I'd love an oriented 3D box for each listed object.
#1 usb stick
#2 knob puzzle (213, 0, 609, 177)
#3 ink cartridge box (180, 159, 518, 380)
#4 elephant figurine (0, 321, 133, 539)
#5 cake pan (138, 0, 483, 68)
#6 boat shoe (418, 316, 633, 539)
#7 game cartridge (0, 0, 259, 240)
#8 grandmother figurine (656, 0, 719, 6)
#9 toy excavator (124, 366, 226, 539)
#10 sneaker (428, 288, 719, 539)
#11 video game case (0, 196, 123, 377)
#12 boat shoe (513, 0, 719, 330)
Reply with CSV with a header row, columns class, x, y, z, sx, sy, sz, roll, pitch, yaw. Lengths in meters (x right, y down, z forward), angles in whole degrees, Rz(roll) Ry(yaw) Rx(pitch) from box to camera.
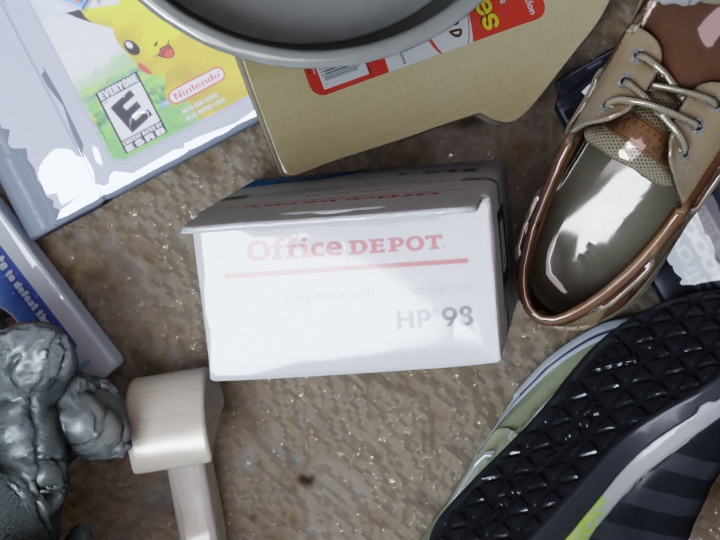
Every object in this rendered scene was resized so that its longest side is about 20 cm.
class,x,y,z,sx,sy,sz,roll,pitch,yaw
usb stick,0.150,-0.004,1.058,0.055,0.033,0.200,-29,93,16
knob puzzle,0.025,-0.153,1.034,0.219,0.030,0.220,1,84,-14
ink cartridge box,0.000,0.000,0.989,0.116,0.200,0.067,-4,97,7
elephant figurine,-0.154,0.131,0.985,0.141,0.155,0.200,-17,62,7
cake pan,-0.023,-0.178,0.984,0.200,0.037,0.200,1,87,-9
boat shoe,0.071,0.107,1.063,0.072,0.062,0.200,37,98,1
game cartridge,-0.087,-0.115,1.070,0.200,0.040,0.133,-28,89,8
grandmother figurine,0.193,-0.096,0.932,0.200,0.061,0.121,23,60,10
toy excavator,-0.066,0.170,1.073,0.100,0.200,0.195,-10,136,6
sneaker,0.109,0.089,1.018,0.200,0.072,0.083,-39,124,-12
video game case,-0.226,0.043,1.106,0.200,0.018,0.143,-37,91,11
boat shoe,0.123,-0.057,0.997,0.076,0.072,0.200,28,109,9
